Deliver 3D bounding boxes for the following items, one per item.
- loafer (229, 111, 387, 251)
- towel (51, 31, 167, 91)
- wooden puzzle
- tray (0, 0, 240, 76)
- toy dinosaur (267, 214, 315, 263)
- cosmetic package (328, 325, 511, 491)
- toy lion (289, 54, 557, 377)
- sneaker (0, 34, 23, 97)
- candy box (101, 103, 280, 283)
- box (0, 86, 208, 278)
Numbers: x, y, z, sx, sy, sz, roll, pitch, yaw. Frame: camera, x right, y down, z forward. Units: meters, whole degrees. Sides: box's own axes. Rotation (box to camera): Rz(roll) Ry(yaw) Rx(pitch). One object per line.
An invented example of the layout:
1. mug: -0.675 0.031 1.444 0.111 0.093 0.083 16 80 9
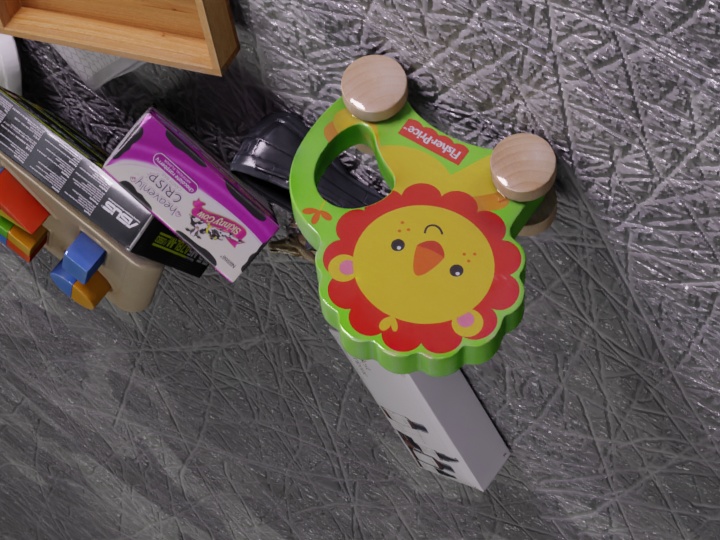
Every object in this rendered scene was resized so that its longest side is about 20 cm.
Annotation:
1. loafer: -0.016 -0.038 1.697 0.200 0.071 0.068 40 158 -6
2. towel: -0.237 -0.230 1.713 0.191 0.032 0.200 45 156 -15
3. wooden puzzle: -0.275 -0.028 1.954 0.199 0.046 0.185 34 163 -1
4. tray: -0.191 -0.209 1.615 0.199 0.037 0.099 13 140 24
5. toy dinosaur: 0.000 0.000 1.791 0.199 0.058 0.101 34 173 30
6. cosmetic package: 0.053 0.107 1.897 0.082 0.051 0.200 14 148 42
7. toy lion: 0.033 -0.028 1.488 0.199 0.192 0.069 30 156 19
8. sneaker: -0.343 -0.148 1.934 0.201 0.084 0.073 94 154 -57
9. candy box: -0.135 -0.065 1.738 0.136 0.061 0.200 41 -177 -7
10. box: -0.227 -0.077 1.859 0.200 0.048 0.193 37 -175 14
